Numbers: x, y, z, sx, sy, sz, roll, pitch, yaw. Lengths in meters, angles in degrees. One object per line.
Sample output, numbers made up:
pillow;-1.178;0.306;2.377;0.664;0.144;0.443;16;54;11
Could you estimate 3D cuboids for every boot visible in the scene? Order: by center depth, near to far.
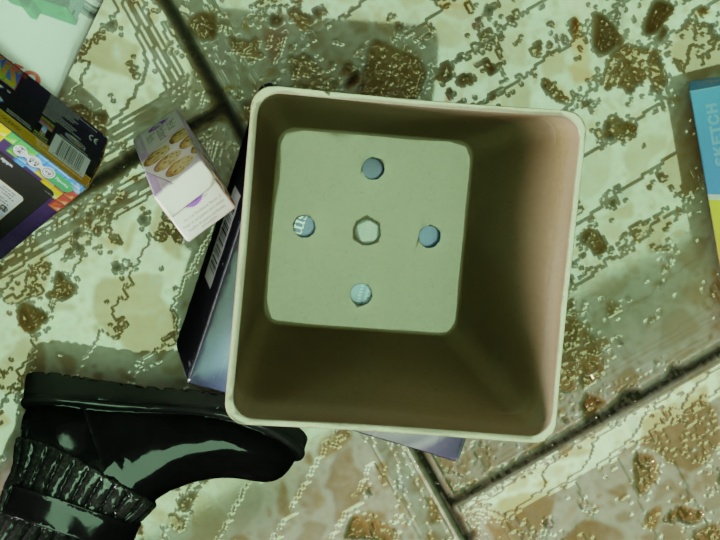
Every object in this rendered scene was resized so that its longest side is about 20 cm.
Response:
boot;-0.150;0.163;1.721;0.211;0.079;0.158;8;74;1

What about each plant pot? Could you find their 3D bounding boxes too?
plant pot;0.014;-0.013;1.558;0.200;0.177;0.200;4;97;-9

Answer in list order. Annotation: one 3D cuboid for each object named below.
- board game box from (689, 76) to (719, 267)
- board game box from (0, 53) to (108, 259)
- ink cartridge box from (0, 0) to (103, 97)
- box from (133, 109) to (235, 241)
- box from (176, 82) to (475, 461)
board game box;0.323;-0.047;1.765;0.153;0.040;0.200;-10;102;11
board game box;-0.294;-0.090;1.638;0.200;0.057;0.165;39;131;-21
ink cartridge box;-0.231;-0.222;1.660;0.146;0.084;0.200;24;97;-10
box;-0.118;-0.064;1.644;0.041;0.200;0.039;-35;106;1
box;0.000;0.000;1.712;0.198;0.123;0.200;16;98;-11
